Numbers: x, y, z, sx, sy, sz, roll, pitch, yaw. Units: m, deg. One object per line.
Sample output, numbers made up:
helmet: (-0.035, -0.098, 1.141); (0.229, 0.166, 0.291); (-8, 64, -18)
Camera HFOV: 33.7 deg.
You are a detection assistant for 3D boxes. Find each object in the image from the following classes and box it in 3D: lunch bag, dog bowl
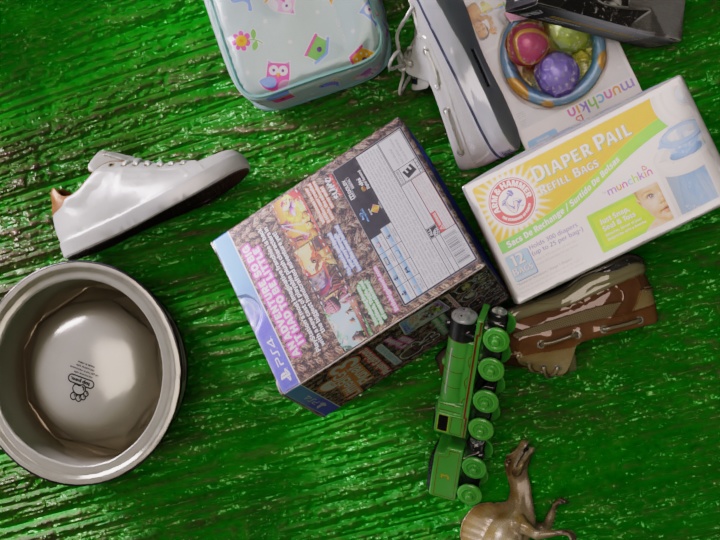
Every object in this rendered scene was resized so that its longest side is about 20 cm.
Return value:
lunch bag: (-0.067, -0.255, 1.079); (0.159, 0.077, 0.202); (-19, 84, 11)
dog bowl: (-0.247, 0.093, 1.100); (0.198, 0.074, 0.203); (0, 88, 10)

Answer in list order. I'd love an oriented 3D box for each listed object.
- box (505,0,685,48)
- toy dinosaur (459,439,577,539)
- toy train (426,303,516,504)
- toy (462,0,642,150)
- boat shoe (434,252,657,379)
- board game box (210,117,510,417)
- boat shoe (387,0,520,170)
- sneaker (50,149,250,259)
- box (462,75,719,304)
box: (0.205, -0.301, 0.998); (0.157, 0.048, 0.203); (8, 88, -27)
toy dinosaur: (0.126, 0.253, 1.038); (0.100, 0.058, 0.202); (25, 84, 26)
toy train: (0.090, 0.114, 1.007); (0.056, 0.042, 0.202); (13, 121, 13)
toy: (0.160, -0.209, 1.046); (0.114, 0.047, 0.202); (-25, 82, 11)
boat shoe: (0.162, 0.056, 1.021); (0.198, 0.076, 0.075); (-26, 86, 10)
board game box: (0.000, 0.000, 1.021); (0.199, 0.097, 0.160); (-32, 64, 8)
boat shoe: (0.064, -0.182, 1.057); (0.085, 0.075, 0.204); (-24, 94, 25)
sneaker: (-0.201, -0.084, 1.098); (0.198, 0.073, 0.086); (-22, 86, 11)
box: (0.195, -0.067, 0.999); (0.198, 0.101, 0.113); (-27, 91, 9)
